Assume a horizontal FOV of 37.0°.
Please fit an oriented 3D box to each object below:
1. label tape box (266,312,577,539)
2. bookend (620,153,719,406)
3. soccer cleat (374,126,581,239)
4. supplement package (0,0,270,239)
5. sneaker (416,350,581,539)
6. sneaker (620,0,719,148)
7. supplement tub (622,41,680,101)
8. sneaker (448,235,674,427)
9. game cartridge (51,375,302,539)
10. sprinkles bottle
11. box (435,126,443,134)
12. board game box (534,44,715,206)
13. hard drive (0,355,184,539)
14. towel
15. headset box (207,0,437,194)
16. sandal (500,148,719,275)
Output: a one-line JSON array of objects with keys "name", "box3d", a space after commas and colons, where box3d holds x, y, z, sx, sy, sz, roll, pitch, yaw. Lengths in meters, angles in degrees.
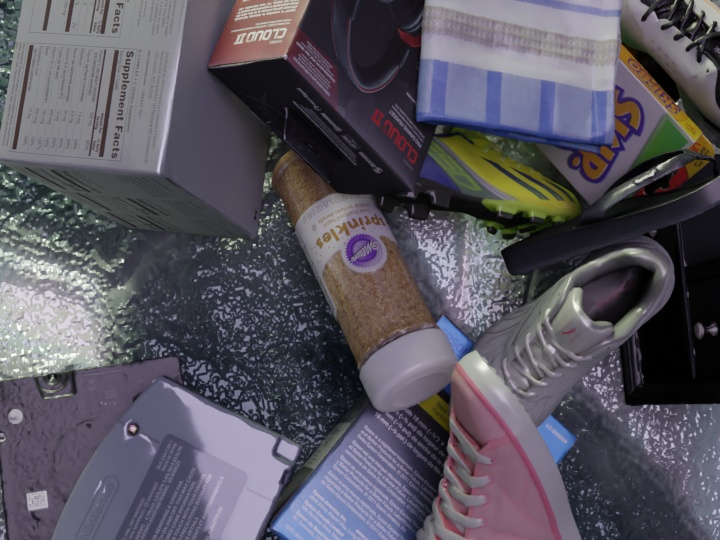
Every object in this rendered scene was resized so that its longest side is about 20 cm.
[{"name": "label tape box", "box3d": [0.044, 0.157, 0.805, 0.144, 0.063, 0.201, 42, 77, -2]}, {"name": "bookend", "box3d": [0.266, -0.004, 0.792, 0.090, 0.200, 0.203, -3, 84, -9]}, {"name": "soccer cleat", "box3d": [0.093, -0.075, 0.817, 0.197, 0.064, 0.085, 10, 73, -31]}, {"name": "supplement package", "box3d": [-0.137, -0.120, 0.729, 0.109, 0.200, 0.159, 6, 82, 11]}, {"name": "sneaker", "box3d": [0.078, 0.152, 0.709, 0.104, 0.075, 0.202, -29, 125, -6]}, {"name": "sneaker", "box3d": [0.234, -0.170, 0.764, 0.200, 0.080, 0.074, 44, 93, -6]}, {"name": "supplement tub", "box3d": [0.173, -0.204, 0.848, 0.197, 0.107, 0.109, 24, 80, -5]}, {"name": "sneaker", "box3d": [0.134, 0.045, 0.740, 0.200, 0.099, 0.078, -45, 80, 4]}, {"name": "game cartridge", "box3d": [-0.140, 0.184, 0.741, 0.132, 0.040, 0.203, 26, 81, 0]}, {"name": "sprinkles bottle", "box3d": [0.000, 0.000, 0.781, 0.067, 0.069, 0.202, -21, 65, -11]}, {"name": "box", "box3d": [-0.017, -0.164, 0.846, 0.200, 0.041, 0.039, 44, 78, -3]}, {"name": "board game box", "box3d": [0.157, -0.128, 0.782, 0.200, 0.096, 0.030, 47, 41, 1]}, {"name": "hard drive", "box3d": [-0.186, 0.171, 0.780, 0.137, 0.038, 0.204, -8, 84, -10]}, {"name": "towel", "box3d": [0.113, -0.188, 0.719, 0.144, 0.024, 0.204, 8, 86, -13]}, {"name": "headset box", "box3d": [-0.004, -0.157, 0.714, 0.148, 0.074, 0.203, 41, 62, -42]}, {"name": "sandal", "box3d": [0.181, -0.046, 0.740, 0.198, 0.076, 0.044, -21, 93, 30]}]
